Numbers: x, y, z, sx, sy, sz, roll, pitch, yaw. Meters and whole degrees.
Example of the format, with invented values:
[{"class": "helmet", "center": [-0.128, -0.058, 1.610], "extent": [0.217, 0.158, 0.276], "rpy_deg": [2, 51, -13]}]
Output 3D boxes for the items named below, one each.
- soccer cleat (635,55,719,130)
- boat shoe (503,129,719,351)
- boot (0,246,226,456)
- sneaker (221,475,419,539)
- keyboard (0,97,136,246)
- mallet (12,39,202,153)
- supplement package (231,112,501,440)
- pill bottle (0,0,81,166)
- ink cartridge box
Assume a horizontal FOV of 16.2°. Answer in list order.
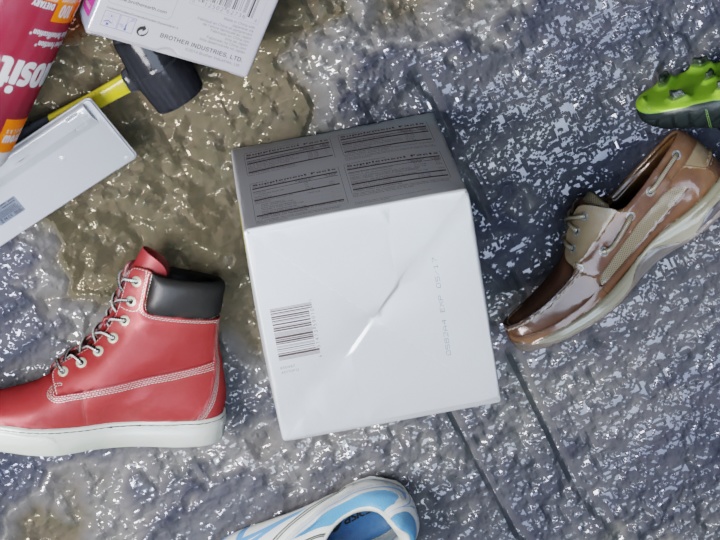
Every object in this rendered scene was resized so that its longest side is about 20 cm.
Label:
[{"class": "soccer cleat", "center": [0.295, -0.116, 1.795], "extent": [0.200, 0.068, 0.081], "rpy_deg": [-11, 117, -4]}, {"class": "boat shoe", "center": [0.175, -0.024, 1.811], "extent": [0.200, 0.076, 0.072], "rpy_deg": [-41, 104, -2]}, {"class": "boot", "center": [-0.195, 0.054, 1.797], "extent": [0.200, 0.072, 0.145], "rpy_deg": [-4, 108, -13]}, {"class": "sneaker", "center": [-0.049, 0.217, 1.864], "extent": [0.200, 0.072, 0.072], "rpy_deg": [-30, 110, 6]}, {"class": "keyboard", "center": [-0.252, -0.048, 1.770], "extent": [0.200, 0.011, 0.056], "rpy_deg": [-32, 121, 15]}, {"class": "mallet", "center": [-0.211, -0.114, 1.758], "extent": [0.200, 0.041, 0.066], "rpy_deg": [-22, 110, 6]}, {"class": "supplement package", "center": [0.000, 0.000, 1.728], "extent": [0.150, 0.200, 0.152], "rpy_deg": [-10, 109, -2]}, {"class": "pill bottle", "center": [-0.269, -0.138, 1.702], "extent": [0.113, 0.113, 0.200], "rpy_deg": [23, 105, -13]}, {"class": "ink cartridge box", "center": [-0.096, -0.236, 1.680], "extent": [0.119, 0.042, 0.200], "rpy_deg": [15, 114, -23]}]
